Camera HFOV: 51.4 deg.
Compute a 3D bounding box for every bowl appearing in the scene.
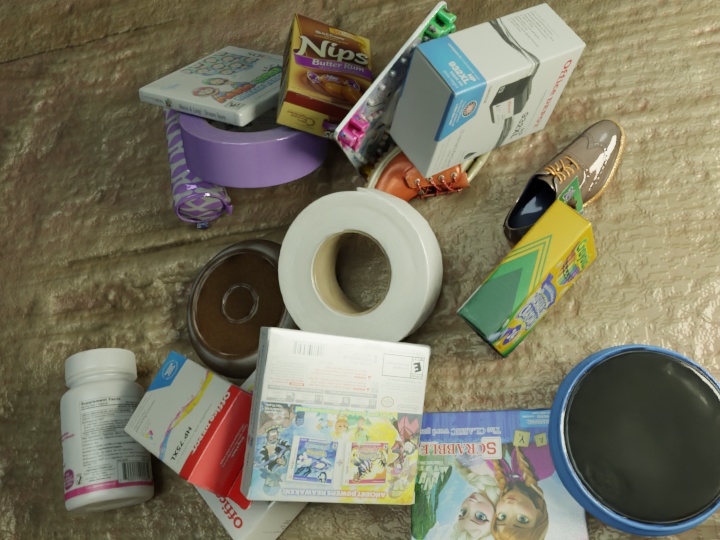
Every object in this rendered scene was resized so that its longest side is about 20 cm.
[{"bbox_3d":[0.302,0.175,0.794,0.198,0.039,0.203,-2,73,6],"label":"bowl"}]

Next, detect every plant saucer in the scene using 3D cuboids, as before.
[{"bbox_3d":[-0.164,0.049,1.043,0.198,0.032,0.202,-6,73,19],"label":"plant saucer"}]

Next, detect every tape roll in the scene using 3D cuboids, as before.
[{"bbox_3d":[-0.144,-0.190,1.024,0.198,0.066,0.201,-1,35,0],"label":"tape roll"},{"bbox_3d":[0.000,0.000,0.936,0.201,0.071,0.205,2,95,21],"label":"tape roll"}]

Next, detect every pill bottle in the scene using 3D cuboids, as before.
[{"bbox_3d":[-0.347,0.216,1.017,0.112,0.113,0.202,-18,68,15],"label":"pill bottle"}]

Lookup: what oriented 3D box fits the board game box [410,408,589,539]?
[{"bbox_3d":[0.155,0.261,0.849,0.198,0.041,0.202,-7,72,19],"label":"board game box"}]

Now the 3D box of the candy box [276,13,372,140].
[{"bbox_3d":[-0.046,-0.258,1.000,0.116,0.057,0.201,14,42,-16],"label":"candy box"}]

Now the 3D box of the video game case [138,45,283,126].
[{"bbox_3d":[-0.178,-0.265,1.055,0.181,0.024,0.200,18,40,26],"label":"video game case"}]

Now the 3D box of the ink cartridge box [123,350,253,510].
[{"bbox_3d":[-0.182,0.184,0.885,0.199,0.067,0.117,16,72,45],"label":"ink cartridge box"}]

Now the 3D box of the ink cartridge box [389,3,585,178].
[{"bbox_3d":[0.149,-0.214,0.892,0.199,0.146,0.084,-25,65,-24],"label":"ink cartridge box"}]

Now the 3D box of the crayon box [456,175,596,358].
[{"bbox_3d":[0.206,0.002,0.860,0.052,0.126,0.200,41,92,26],"label":"crayon box"}]

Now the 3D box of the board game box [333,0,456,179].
[{"bbox_3d":[0.057,-0.211,0.945,0.026,0.200,0.200,40,91,13],"label":"board game box"}]

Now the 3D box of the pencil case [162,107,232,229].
[{"bbox_3d":[-0.243,-0.170,1.111,0.085,0.084,0.202,-9,70,-10],"label":"pencil case"}]

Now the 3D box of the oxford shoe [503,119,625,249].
[{"bbox_3d":[0.249,-0.108,0.906,0.071,0.073,0.200,38,90,26],"label":"oxford shoe"}]

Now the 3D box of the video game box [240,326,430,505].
[{"bbox_3d":[-0.025,0.165,0.840,0.198,0.047,0.184,9,83,-21],"label":"video game box"}]

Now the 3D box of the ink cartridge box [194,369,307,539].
[{"bbox_3d":[-0.110,0.221,0.939,0.200,0.084,0.145,-48,62,2],"label":"ink cartridge box"}]

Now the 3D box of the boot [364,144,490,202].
[{"bbox_3d":[0.084,-0.123,0.978,0.107,0.075,0.200,41,90,21],"label":"boot"}]
